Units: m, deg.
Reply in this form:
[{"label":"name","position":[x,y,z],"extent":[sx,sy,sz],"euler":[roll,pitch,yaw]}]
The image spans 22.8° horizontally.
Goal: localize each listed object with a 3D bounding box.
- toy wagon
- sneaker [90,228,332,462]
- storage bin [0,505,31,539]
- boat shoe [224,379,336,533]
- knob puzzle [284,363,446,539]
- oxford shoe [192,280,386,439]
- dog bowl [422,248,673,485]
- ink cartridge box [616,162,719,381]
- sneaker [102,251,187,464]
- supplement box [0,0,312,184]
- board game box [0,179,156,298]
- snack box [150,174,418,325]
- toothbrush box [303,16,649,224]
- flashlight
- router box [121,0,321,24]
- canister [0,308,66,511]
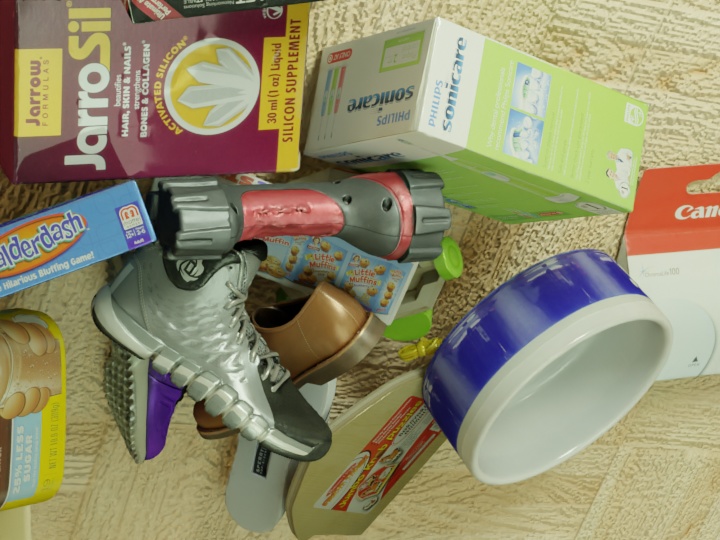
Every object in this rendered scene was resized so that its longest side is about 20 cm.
[{"label":"toy wagon","position":[0.000,0.000,1.363],"extent":[0.154,0.040,0.200],"euler":[-16,137,27]},{"label":"sneaker","position":[-0.081,0.041,1.254],"extent":[0.199,0.075,0.116],"euler":[35,98,-8]},{"label":"storage bin","position":[-0.352,0.218,1.369],"extent":[0.197,0.094,0.201],"euler":[-7,127,-18]},{"label":"boat shoe","position":[-0.056,0.122,1.451],"extent":[0.071,0.070,0.201],"euler":[24,124,14]},{"label":"knob puzzle","position":[0.004,0.142,1.473],"extent":[0.219,0.030,0.220],"euler":[-34,153,-20]},{"label":"oxford shoe","position":[-0.069,0.063,1.337],"extent":[0.071,0.071,0.200],"euler":[45,128,-13]},{"label":"dog bowl","position":[0.151,0.079,1.443],"extent":[0.199,0.079,0.201],"euler":[-27,149,-18]},{"label":"ink cartridge box","position":[0.296,0.003,1.527],"extent":[0.159,0.047,0.201],"euler":[-4,128,-20]},{"label":"sneaker","position":[-0.140,0.064,1.363],"extent":[0.099,0.070,0.201],"euler":[-12,133,-22]},{"label":"supplement box","position":[-0.143,-0.138,1.184],"extent":[0.199,0.103,0.132],"euler":[-5,116,-21]},{"label":"board game box","position":[-0.220,-0.015,1.197],"extent":[0.151,0.200,0.045],"euler":[-21,95,-10]},{"label":"snack box","position":[-0.058,-0.025,1.297],"extent":[0.199,0.024,0.072],"euler":[21,133,-2]},{"label":"toothbrush box","position":[0.084,-0.102,1.283],"extent":[0.199,0.145,0.087],"euler":[15,79,-32]},{"label":"flashlight","position":[-0.039,-0.034,1.205],"extent":[0.199,0.068,0.068],"euler":[-4,163,-28]},{"label":"router box","position":[-0.070,-0.228,1.131],"extent":[0.199,0.150,0.062],"euler":[-9,129,-17]},{"label":"canister","position":[-0.296,0.102,1.202],"extent":[0.199,0.086,0.150],"euler":[-7,100,-52]}]
